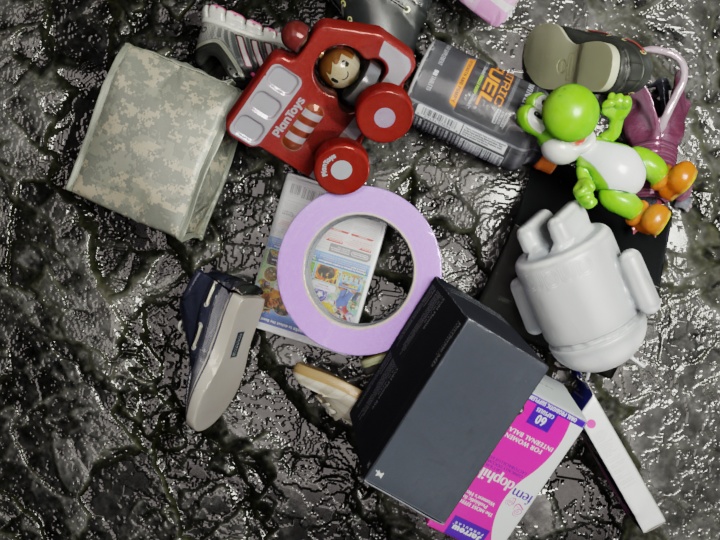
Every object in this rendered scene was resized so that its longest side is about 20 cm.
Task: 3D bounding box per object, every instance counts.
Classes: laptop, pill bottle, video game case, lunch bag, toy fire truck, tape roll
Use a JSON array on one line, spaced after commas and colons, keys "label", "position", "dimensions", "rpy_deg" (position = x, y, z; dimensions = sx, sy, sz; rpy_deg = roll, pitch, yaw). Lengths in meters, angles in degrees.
[{"label": "laptop", "position": [0.262, -0.009, 1.068], "dimensions": [0.186, 0.116, 0.202], "rpy_deg": [24, 108, 3]}, {"label": "pill bottle", "position": [0.156, -0.189, 1.049], "dimensions": [0.198, 0.106, 0.107], "rpy_deg": [25, 92, 2]}, {"label": "video game case", "position": [-0.054, -0.008, 1.106], "dimensions": [0.142, 0.018, 0.202], "rpy_deg": [17, 91, 3]}, {"label": "lunch bag", "position": [-0.241, -0.159, 1.066], "dimensions": [0.163, 0.118, 0.202], "rpy_deg": [23, 96, 3]}, {"label": "toy fire truck", "position": [-0.040, -0.198, 0.995], "dimensions": [0.167, 0.113, 0.200], "rpy_deg": [28, 120, -24]}, {"label": "tape roll", "position": [0.000, 0.000, 1.062], "dimensions": [0.198, 0.066, 0.203], "rpy_deg": [0, 90, 4]}]

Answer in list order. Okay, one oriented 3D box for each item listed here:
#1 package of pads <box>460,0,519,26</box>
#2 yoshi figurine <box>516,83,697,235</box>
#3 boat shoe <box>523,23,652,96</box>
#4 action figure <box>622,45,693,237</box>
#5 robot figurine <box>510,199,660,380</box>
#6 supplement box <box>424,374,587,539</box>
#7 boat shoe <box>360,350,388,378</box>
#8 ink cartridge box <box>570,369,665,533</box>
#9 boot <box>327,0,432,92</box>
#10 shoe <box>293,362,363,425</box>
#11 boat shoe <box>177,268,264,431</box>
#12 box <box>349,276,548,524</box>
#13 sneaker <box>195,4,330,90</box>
[{"label": "package of pads", "position": [0.123, -0.389, 1.040], "dimensions": [0.199, 0.121, 0.076], "rpy_deg": [38, 134, 1]}, {"label": "yoshi figurine", "position": [0.261, -0.130, 0.936], "dimensions": [0.199, 0.113, 0.112], "rpy_deg": [35, 127, 1]}, {"label": "boat shoe", "position": [0.257, -0.243, 1.013], "dimensions": [0.062, 0.201, 0.074], "rpy_deg": [1, 110, -23]}, {"label": "action figure", "position": [0.353, -0.138, 1.024], "dimensions": [0.132, 0.149, 0.202], "rpy_deg": [6, 77, -3]}, {"label": "robot figurine", "position": [0.244, 0.027, 0.961], "dimensions": [0.169, 0.113, 0.202], "rpy_deg": [-16, 104, 47]}, {"label": "supplement box", "position": [0.160, 0.215, 1.026], "dimensions": [0.100, 0.103, 0.201], "rpy_deg": [27, 105, -13]}, {"label": "boat shoe", "position": [0.101, 0.120, 1.071], "dimensions": [0.198, 0.072, 0.067], "rpy_deg": [-9, 85, -1]}, {"label": "ink cartridge box", "position": [0.294, 0.209, 1.048], "dimensions": [0.037, 0.095, 0.201], "rpy_deg": [-27, 89, 4]}, {"label": "boot", "position": [-0.015, -0.308, 1.075], "dimensions": [0.201, 0.073, 0.156], "rpy_deg": [11, 93, 3]}, {"label": "shoe", "position": [-0.001, 0.177, 1.077], "dimensions": [0.199, 0.070, 0.054], "rpy_deg": [29, 84, 0]}, {"label": "boat shoe", "position": [-0.194, 0.094, 1.097], "dimensions": [0.092, 0.074, 0.202], "rpy_deg": [27, 100, 27]}, {"label": "box", "position": [0.086, 0.134, 0.948], "dimensions": [0.103, 0.182, 0.201], "rpy_deg": [30, 99, -10]}, {"label": "sneaker", "position": [-0.122, -0.254, 1.082], "dimensions": [0.198, 0.074, 0.088], "rpy_deg": [25, 91, 8]}]
